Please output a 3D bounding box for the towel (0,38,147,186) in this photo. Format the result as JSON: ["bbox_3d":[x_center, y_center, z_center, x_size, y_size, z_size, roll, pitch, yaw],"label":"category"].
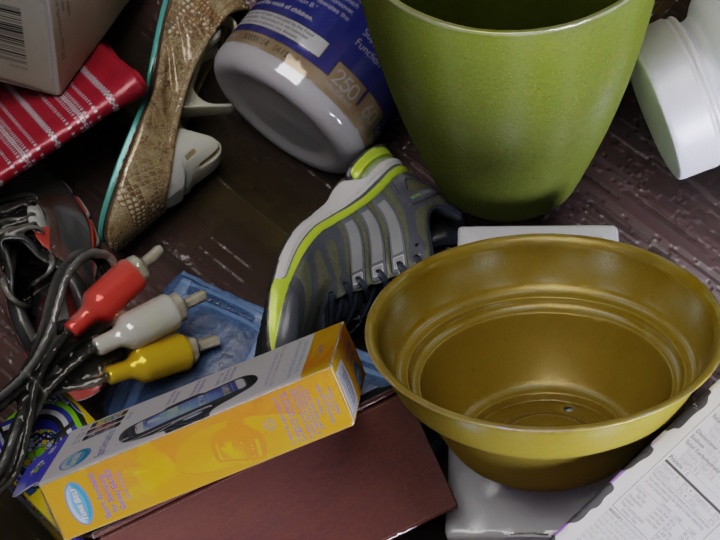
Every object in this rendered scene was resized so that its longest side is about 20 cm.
[{"bbox_3d":[-0.236,-0.085,1.727,0.200,0.023,0.145,-35,28,-7],"label":"towel"}]

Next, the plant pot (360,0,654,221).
[{"bbox_3d":[0.088,-0.132,1.613,0.186,0.201,0.188,-1,48,1],"label":"plant pot"}]

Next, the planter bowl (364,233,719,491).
[{"bbox_3d":[0.103,0.065,1.498,0.199,0.084,0.201,-1,31,1],"label":"planter bowl"}]

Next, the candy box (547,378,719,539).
[{"bbox_3d":[0.178,0.154,1.491,0.200,0.168,0.072,-42,68,-11],"label":"candy box"}]

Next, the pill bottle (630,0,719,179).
[{"bbox_3d":[0.270,-0.136,1.646,0.199,0.114,0.115,-21,63,0],"label":"pill bottle"}]

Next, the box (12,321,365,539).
[{"bbox_3d":[-0.096,0.093,1.509,0.199,0.119,0.042,-24,99,8],"label":"box"}]

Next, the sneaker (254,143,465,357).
[{"bbox_3d":[0.000,0.000,1.628,0.081,0.074,0.200,25,48,12],"label":"sneaker"}]

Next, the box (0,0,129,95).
[{"bbox_3d":[-0.189,-0.216,1.745,0.077,0.095,0.200,15,48,17],"label":"box"}]

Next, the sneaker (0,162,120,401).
[{"bbox_3d":[-0.204,-0.015,1.688,0.077,0.082,0.200,-28,55,-2],"label":"sneaker"}]

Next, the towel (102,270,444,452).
[{"bbox_3d":[-0.053,0.085,1.636,0.199,0.049,0.112,24,72,20],"label":"towel"}]

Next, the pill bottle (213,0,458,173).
[{"bbox_3d":[0.007,-0.171,1.710,0.115,0.116,0.200,31,74,22],"label":"pill bottle"}]

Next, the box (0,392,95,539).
[{"bbox_3d":[-0.137,0.159,1.602,0.064,0.070,0.200,-43,65,-12],"label":"box"}]

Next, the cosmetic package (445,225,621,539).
[{"bbox_3d":[0.106,0.075,1.599,0.101,0.074,0.201,0,67,10],"label":"cosmetic package"}]

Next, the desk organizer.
[{"bbox_3d":[-0.052,0.141,1.520,0.199,0.072,0.077,-25,91,-14],"label":"desk organizer"}]

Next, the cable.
[{"bbox_3d":[-0.178,0.055,1.584,0.200,0.050,0.097,-37,97,-32],"label":"cable"}]

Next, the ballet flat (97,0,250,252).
[{"bbox_3d":[-0.114,-0.101,1.729,0.065,0.071,0.201,14,71,1],"label":"ballet flat"}]
